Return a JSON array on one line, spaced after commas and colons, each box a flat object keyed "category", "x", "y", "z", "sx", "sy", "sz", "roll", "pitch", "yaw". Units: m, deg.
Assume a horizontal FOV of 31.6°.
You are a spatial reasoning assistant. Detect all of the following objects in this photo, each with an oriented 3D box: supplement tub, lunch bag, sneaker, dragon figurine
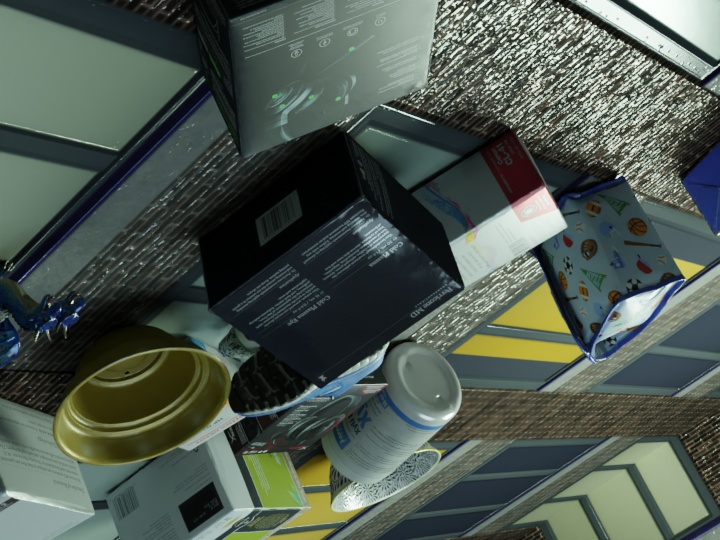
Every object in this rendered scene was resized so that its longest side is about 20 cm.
[{"category": "supplement tub", "x": 0.044, "y": 0.208, "z": 1.851, "sx": 0.131, "sy": 0.133, "sz": 0.200, "roll": -4, "pitch": 147, "yaw": -42}, {"category": "lunch bag", "x": 0.309, "y": 0.008, "z": 1.674, "sx": 0.122, "sy": 0.172, "sz": 0.201, "roll": -15, "pitch": 155, "yaw": -18}, {"category": "sneaker", "x": -0.091, "y": 0.079, "z": 1.534, "sx": 0.198, "sy": 0.078, "sz": 0.088, "roll": 9, "pitch": 148, "yaw": -44}, {"category": "sneaker", "x": -0.056, "y": 0.124, "z": 1.462, "sx": 0.198, "sy": 0.079, "sz": 0.090, "roll": -21, "pitch": 148, "yaw": -8}, {"category": "dragon figurine", "x": -0.346, "y": 0.053, "z": 1.150, "sx": 0.198, "sy": 0.100, "sz": 0.059, "roll": -31, "pitch": 156, "yaw": 8}]

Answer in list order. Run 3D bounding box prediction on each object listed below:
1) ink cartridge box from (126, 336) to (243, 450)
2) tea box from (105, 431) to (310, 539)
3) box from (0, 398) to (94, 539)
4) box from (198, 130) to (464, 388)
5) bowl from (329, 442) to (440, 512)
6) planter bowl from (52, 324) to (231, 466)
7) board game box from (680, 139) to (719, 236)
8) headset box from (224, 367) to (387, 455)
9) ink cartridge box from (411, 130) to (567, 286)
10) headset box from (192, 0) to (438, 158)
[{"category": "ink cartridge box", "x": -0.201, "y": 0.157, "z": 1.561, "sx": 0.114, "sy": 0.068, "sz": 0.200, "roll": -31, "pitch": 157, "yaw": 9}, {"category": "tea box", "x": -0.216, "y": 0.332, "z": 1.822, "sx": 0.199, "sy": 0.135, "sz": 0.196, "roll": -36, "pitch": 154, "yaw": 21}, {"category": "box", "x": -0.440, "y": 0.249, "z": 1.415, "sx": 0.197, "sy": 0.132, "sz": 0.200, "roll": -30, "pitch": 157, "yaw": 7}, {"category": "box", "x": -0.030, "y": -0.006, "z": 1.292, "sx": 0.199, "sy": 0.105, "sz": 0.182, "roll": -34, "pitch": 132, "yaw": 17}, {"category": "bowl", "x": 0.023, "y": 0.302, "z": 2.068, "sx": 0.199, "sy": 0.095, "sz": 0.201, "roll": -23, "pitch": 157, "yaw": -10}, {"category": "planter bowl", "x": -0.248, "y": 0.120, "z": 1.395, "sx": 0.198, "sy": 0.084, "sz": 0.202, "roll": -18, "pitch": 144, "yaw": -14}, {"category": "board game box", "x": 0.570, "y": -0.141, "z": 1.739, "sx": 0.198, "sy": 0.098, "sz": 0.160, "roll": -9, "pitch": 151, "yaw": -37}, {"category": "headset box", "x": -0.072, "y": 0.163, "z": 1.703, "sx": 0.200, "sy": 0.078, "sz": 0.148, "roll": -40, "pitch": 154, "yaw": 30}, {"category": "ink cartridge box", "x": 0.123, "y": -0.053, "z": 1.455, "sx": 0.198, "sy": 0.086, "sz": 0.148, "roll": -29, "pitch": 157, "yaw": 8}, {"category": "headset box", "x": -0.035, "y": -0.194, "z": 0.984, "sx": 0.172, "sy": 0.094, "sz": 0.201, "roll": -23, "pitch": 157, "yaw": -11}]
